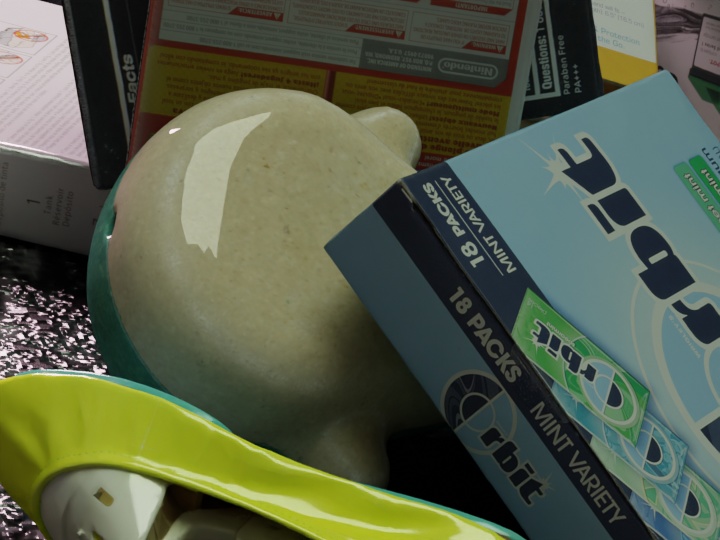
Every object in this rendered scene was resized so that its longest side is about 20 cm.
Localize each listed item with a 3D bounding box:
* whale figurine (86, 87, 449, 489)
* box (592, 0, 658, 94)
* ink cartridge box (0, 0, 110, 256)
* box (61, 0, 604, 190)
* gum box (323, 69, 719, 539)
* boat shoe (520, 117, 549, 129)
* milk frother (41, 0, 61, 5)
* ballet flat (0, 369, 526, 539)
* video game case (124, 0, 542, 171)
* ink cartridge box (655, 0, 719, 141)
[{"bbox_3d":[-0.005,0.019,1.001,0.199,0.104,0.160,18,59,-24],"label":"whale figurine"},{"bbox_3d":[0.070,-0.163,1.249,0.119,0.041,0.201,15,53,-21],"label":"box"},{"bbox_3d":[-0.141,-0.069,1.223,0.173,0.044,0.200,13,22,8],"label":"ink cartridge box"},{"bbox_3d":[-0.022,-0.153,1.084,0.198,0.201,0.123,-9,15,-2],"label":"box"},{"bbox_3d":[0.099,0.026,0.974,0.170,0.045,0.200,55,33,7],"label":"gum box"},{"bbox_3d":[0.042,-0.044,1.203,0.063,0.074,0.200,22,23,34],"label":"boat shoe"},{"bbox_3d":[-0.070,-0.230,1.452,0.180,0.201,0.188,15,22,2],"label":"milk frother"},{"bbox_3d":[-0.040,0.085,0.864,0.199,0.067,0.067,18,44,14],"label":"ballet flat"},{"bbox_3d":[-0.012,-0.058,1.039,0.142,0.201,0.017,8,14,-6],"label":"video game case"},{"bbox_3d":[0.188,-0.123,1.301,0.084,0.201,0.146,-6,26,-31],"label":"ink cartridge box"}]
